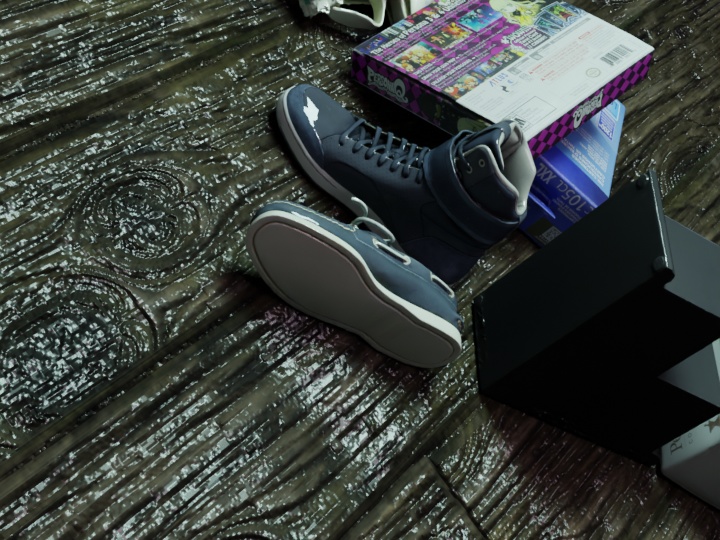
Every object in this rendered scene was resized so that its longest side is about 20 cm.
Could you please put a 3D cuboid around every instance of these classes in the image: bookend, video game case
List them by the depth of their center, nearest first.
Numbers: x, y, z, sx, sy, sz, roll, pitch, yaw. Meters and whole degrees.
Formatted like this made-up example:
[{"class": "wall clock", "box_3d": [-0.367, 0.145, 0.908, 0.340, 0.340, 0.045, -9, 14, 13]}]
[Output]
[{"class": "bookend", "box_3d": [0.226, 0.045, 1.143, 0.197, 0.200, 0.093, 24, 46, -29]}, {"class": "video game case", "box_3d": [0.122, -0.176, 1.238, 0.180, 0.036, 0.199, 32, 48, 26]}]

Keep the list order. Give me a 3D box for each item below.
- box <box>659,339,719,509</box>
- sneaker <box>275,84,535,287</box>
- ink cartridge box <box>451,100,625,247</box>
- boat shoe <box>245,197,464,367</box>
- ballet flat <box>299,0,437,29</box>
[{"class": "box", "box_3d": [0.383, 0.104, 1.278, 0.199, 0.171, 0.201, 30, 43, -24]}, {"class": "sneaker", "box_3d": [0.041, -0.093, 1.110, 0.202, 0.146, 0.077, 46, 40, -5]}, {"class": "ink cartridge box", "box_3d": [0.156, -0.112, 1.298, 0.136, 0.076, 0.201, 39, 42, -16]}, {"class": "boat shoe", "box_3d": [0.000, 0.000, 1.051, 0.199, 0.075, 0.062, 30, 45, -28]}, {"class": "ballet flat", "box_3d": [0.017, -0.241, 1.272, 0.198, 0.072, 0.072, -6, 65, -41]}]
